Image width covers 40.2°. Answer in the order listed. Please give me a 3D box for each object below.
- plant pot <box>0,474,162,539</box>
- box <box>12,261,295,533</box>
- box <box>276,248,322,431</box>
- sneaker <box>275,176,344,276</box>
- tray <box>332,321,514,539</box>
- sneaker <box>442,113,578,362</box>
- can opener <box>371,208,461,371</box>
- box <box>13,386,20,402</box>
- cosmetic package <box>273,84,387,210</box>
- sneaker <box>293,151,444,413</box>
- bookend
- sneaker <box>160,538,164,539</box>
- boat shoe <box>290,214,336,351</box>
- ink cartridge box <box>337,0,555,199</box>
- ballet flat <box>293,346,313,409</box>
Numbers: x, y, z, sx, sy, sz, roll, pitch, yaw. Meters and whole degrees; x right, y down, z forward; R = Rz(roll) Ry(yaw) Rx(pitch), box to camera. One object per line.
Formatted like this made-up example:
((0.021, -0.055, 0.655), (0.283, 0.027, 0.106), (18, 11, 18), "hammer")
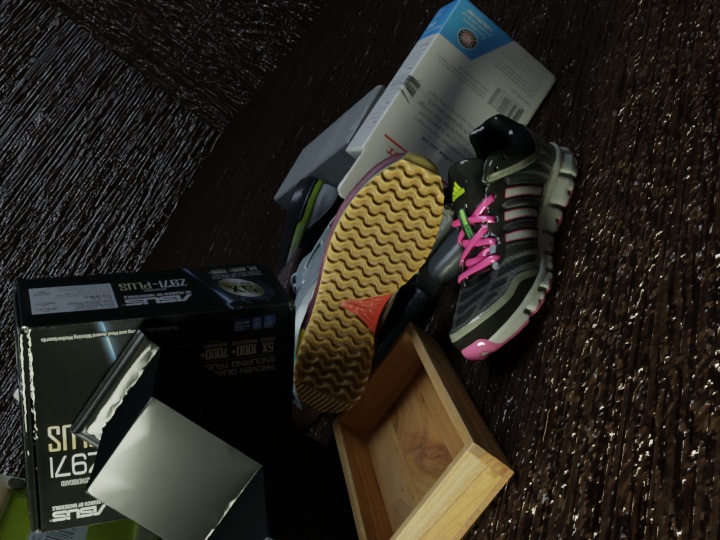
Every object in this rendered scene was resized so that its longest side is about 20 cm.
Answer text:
((-0.254, 0.285, 0.769), (0.201, 0.196, 0.184), (-100, 30, -66), "plant pot")
((-0.155, 0.091, 0.745), (0.086, 0.196, 0.167), (-134, 44, -59), "box")
((-0.075, 0.081, 0.971), (0.100, 0.074, 0.201), (-46, 20, 29), "box")
((-0.046, -0.007, 1.066), (0.072, 0.081, 0.202), (-71, -4, -50), "sneaker")
((0.033, 0.115, 0.646), (0.099, 0.037, 0.200), (-52, 17, 9), "tray")
((0.088, -0.031, 0.681), (0.074, 0.087, 0.202), (-33, 27, 51), "sneaker")
((0.034, 0.022, 0.798), (0.201, 0.052, 0.067), (-54, 16, 7), "can opener")
((-0.214, 0.133, 0.981), (0.107, 0.151, 0.200), (-54, -17, -2), "box")
((-0.003, -0.105, 1.074), (0.199, 0.106, 0.091), (-21, 37, 61), "cosmetic package")
((0.000, 0.000, 0.727), (0.090, 0.074, 0.203), (-94, 28, -70), "sneaker")
((-0.086, 0.156, 0.611), (0.093, 0.197, 0.200), (-52, 17, 8), "bookend")
((-0.104, 0.198, 0.817), (0.099, 0.078, 0.201), (-44, 21, 16), "sneaker")
((-0.026, 0.009, 0.945), (0.071, 0.071, 0.202), (-3, 43, 38), "boat shoe")
((0.068, -0.122, 0.876), (0.202, 0.115, 0.067), (-55, 16, -3), "ink cartridge box")
((-0.001, 0.029, 0.869), (0.063, 0.076, 0.203), (-1, 56, 41), "ballet flat")
